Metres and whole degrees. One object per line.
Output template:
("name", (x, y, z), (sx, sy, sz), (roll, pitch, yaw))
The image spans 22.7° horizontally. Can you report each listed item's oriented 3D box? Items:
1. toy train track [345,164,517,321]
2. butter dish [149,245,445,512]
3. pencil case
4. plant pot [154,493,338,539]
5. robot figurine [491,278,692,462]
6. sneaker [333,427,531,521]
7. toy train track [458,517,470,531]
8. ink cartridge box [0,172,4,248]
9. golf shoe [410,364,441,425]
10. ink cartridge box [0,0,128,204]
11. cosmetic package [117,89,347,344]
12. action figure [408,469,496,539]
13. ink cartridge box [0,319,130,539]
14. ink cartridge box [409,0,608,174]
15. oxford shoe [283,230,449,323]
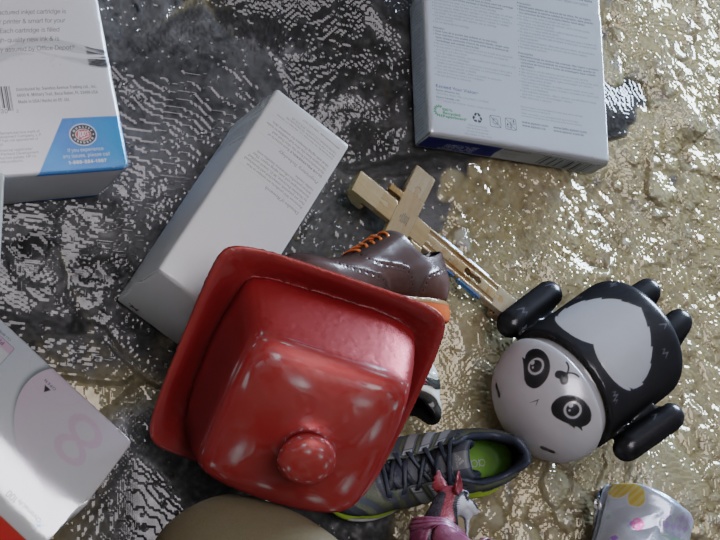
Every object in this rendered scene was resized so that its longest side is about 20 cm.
("toy train track", (0.062, -0.016, 1.627), (0.200, 0.032, 0.115), (39, 55, -17))
("butter dish", (-0.046, 0.111, 1.385), (0.198, 0.201, 0.148), (18, 24, -16))
("pencil case", (0.227, 0.288, 1.585), (0.090, 0.083, 0.201), (30, 65, -17))
("plant pot", (-0.095, 0.254, 1.395), (0.199, 0.201, 0.135), (-14, 52, -28))
("robot figurine", (0.209, 0.086, 1.610), (0.200, 0.150, 0.125), (-32, 119, -30))
("sneaker", (0.057, 0.166, 1.539), (0.199, 0.081, 0.074), (-10, 79, -28))
("toy train track", (0.044, 0.297, 1.519), (0.115, 0.032, 0.201), (38, 56, -20))
("ink cartridge box", (-0.382, -0.027, 1.347), (0.199, 0.146, 0.084), (6, 74, -23))
("golf shoe", (-0.018, 0.106, 1.515), (0.199, 0.073, 0.092), (-10, 63, -27))
("ink cartridge box", (-0.285, -0.161, 1.466), (0.146, 0.086, 0.201), (-6, 77, -28))
("cosmetic package", (-0.107, -0.041, 1.506), (0.085, 0.108, 0.201), (37, 64, -14))
("action figure", (0.064, 0.264, 1.468), (0.148, 0.134, 0.201), (-3, 75, -9))
("ink cartridge box", (-0.287, 0.145, 1.362), (0.163, 0.057, 0.200), (44, 36, -8))
("ink cartridge box", (0.142, -0.203, 1.712), (0.198, 0.041, 0.201), (8, 72, -24))
("oxford shoe", (0.000, 0.000, 1.514), (0.199, 0.071, 0.073), (13, 78, -49))
